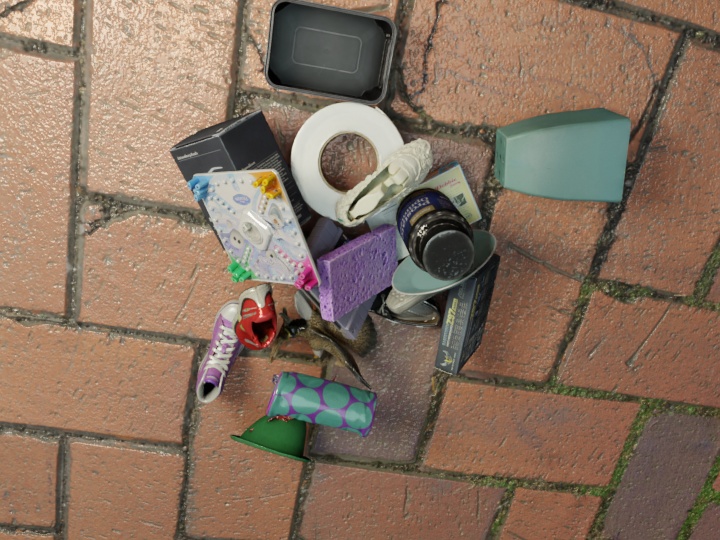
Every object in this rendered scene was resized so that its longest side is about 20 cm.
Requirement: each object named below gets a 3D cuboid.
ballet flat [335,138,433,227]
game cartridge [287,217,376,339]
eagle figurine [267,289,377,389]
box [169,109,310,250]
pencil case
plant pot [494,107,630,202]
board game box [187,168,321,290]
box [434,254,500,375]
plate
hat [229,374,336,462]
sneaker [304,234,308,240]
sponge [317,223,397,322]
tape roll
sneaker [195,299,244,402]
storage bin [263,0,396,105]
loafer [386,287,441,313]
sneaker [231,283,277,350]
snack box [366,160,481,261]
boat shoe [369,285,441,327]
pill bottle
[{"bbox_3d":[0.044,-0.137,1.012,0.200,0.072,0.072,-40,111,6],"label":"ballet flat"},{"bbox_3d":[-0.037,0.016,1.088,0.200,0.038,0.130,51,59,-41],"label":"game cartridge"},{"bbox_3d":[-0.060,0.131,1.178,0.198,0.151,0.153,12,79,2],"label":"eagle figurine"},{"bbox_3d":[-0.199,-0.146,1.026,0.147,0.104,0.201,-1,122,42],"label":"box"},{"bbox_3d":[-0.070,0.247,1.134,0.198,0.085,0.093,16,128,-10],"label":"pencil case"},{"bbox_3d":[0.345,-0.205,1.091,0.198,0.142,0.143,-1,112,2],"label":"plant pot"},{"bbox_3d":[-0.171,-0.060,0.973,0.199,0.026,0.201,4,125,39],"label":"board game box"},{"bbox_3d":[0.205,0.077,1.172,0.051,0.158,0.202,17,114,23],"label":"box"},{"bbox_3d":[0.149,-0.009,1.086,0.199,0.200,0.026,-27,113,5],"label":"plate"},{"bbox_3d":[-0.148,0.285,1.262,0.198,0.166,0.177,13,76,15],"label":"hat"},{"bbox_3d":[-0.122,-0.026,1.148,0.198,0.074,0.084,-8,89,-1],"label":"sneaker"},{"bbox_3d":[0.000,0.000,1.073,0.030,0.200,0.113,14,118,33],"label":"sponge"},{"bbox_3d":[-0.019,-0.188,1.067,0.200,0.071,0.204,0,102,-1],"label":"tape roll"},{"bbox_3d":[-0.261,0.162,1.175,0.072,0.114,0.202,18,108,-12],"label":"sneaker"},{"bbox_3d":[-0.052,-0.357,1.002,0.198,0.094,0.136,7,111,-10],"label":"storage bin"},{"bbox_3d":[0.135,0.022,1.165,0.199,0.070,0.070,-35,132,-15],"label":"loafer"},{"bbox_3d":[-0.185,0.105,1.097,0.076,0.085,0.201,-15,152,-17],"label":"sneaker"},{"bbox_3d":[0.115,-0.107,1.151,0.199,0.037,0.117,-26,113,5],"label":"snack box"},{"bbox_3d":[0.065,0.067,1.203,0.198,0.060,0.074,17,109,-13],"label":"boat shoe"},{"bbox_3d":[0.128,-0.061,1.042,0.111,0.200,0.113,-2,112,-5],"label":"pill bottle"}]
